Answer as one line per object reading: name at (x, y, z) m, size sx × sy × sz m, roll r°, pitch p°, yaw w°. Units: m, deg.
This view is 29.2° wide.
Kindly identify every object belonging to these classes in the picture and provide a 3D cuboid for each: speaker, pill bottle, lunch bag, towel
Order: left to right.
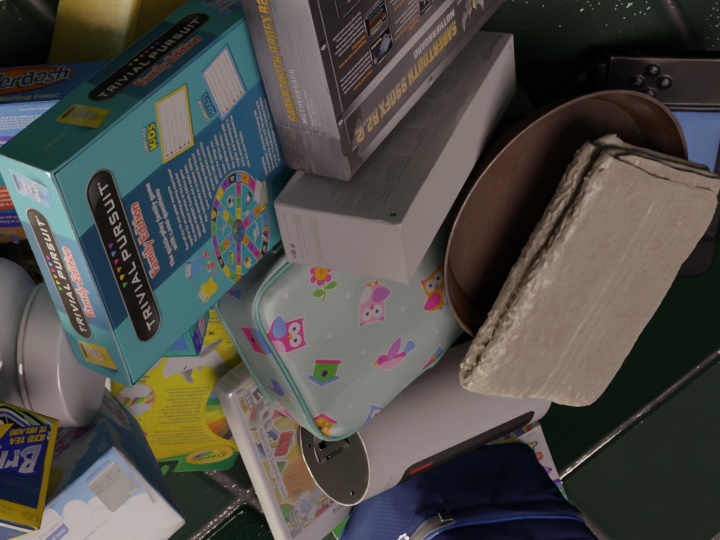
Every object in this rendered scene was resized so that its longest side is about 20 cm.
pill bottle at (-0.258, 0.047, 0.821) m, size 0.199 × 0.113 × 0.113 m, roll 1°, pitch 130°, yaw 9°
lunch bag at (0.000, 0.000, 0.943) m, size 0.200 × 0.077 × 0.161 m, roll -42°, pitch 125°, yaw -20°
speaker at (0.052, 0.107, 1.046) m, size 0.199 × 0.081 × 0.082 m, roll -18°, pitch 134°, yaw -39°
lunch bag at (0.085, 0.228, 1.097) m, size 0.199 × 0.132 × 0.136 m, roll 2°, pitch 124°, yaw -35°
towel at (0.155, 0.005, 0.938) m, size 0.132 × 0.034 × 0.201 m, roll 11°, pitch 116°, yaw -39°

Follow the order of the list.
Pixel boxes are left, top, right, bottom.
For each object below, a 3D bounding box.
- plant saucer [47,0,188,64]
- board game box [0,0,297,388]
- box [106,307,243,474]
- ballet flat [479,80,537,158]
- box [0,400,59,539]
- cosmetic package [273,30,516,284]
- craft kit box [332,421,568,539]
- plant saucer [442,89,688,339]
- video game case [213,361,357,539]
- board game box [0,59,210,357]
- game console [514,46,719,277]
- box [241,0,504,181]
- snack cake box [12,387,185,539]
plant saucer at (-0.085, -0.141, 0.855) m, size 0.199 × 0.049 × 0.201 m, roll 1°, pitch 124°, yaw -28°
board game box at (-0.100, -0.057, 0.782) m, size 0.200 × 0.047 × 0.152 m, roll -46°, pitch 141°, yaw -34°
box at (-0.129, 0.065, 0.993) m, size 0.117 × 0.048 × 0.201 m, roll 0°, pitch 122°, yaw -26°
ballet flat at (0.097, -0.045, 1.006) m, size 0.067 × 0.064 × 0.201 m, roll -13°, pitch 130°, yaw -15°
box at (-0.251, 0.125, 0.777) m, size 0.070 × 0.065 × 0.200 m, roll 24°, pitch 147°, yaw -34°
cosmetic package at (0.028, -0.078, 0.855) m, size 0.082 × 0.200 × 0.051 m, roll 9°, pitch 134°, yaw 24°
craft kit box at (0.089, 0.230, 1.230) m, size 0.199 × 0.049 × 0.198 m, roll -29°, pitch 130°, yaw -3°
plant saucer at (0.134, -0.038, 0.936) m, size 0.199 × 0.034 × 0.201 m, roll -19°, pitch 130°, yaw -23°
video game case at (-0.012, 0.104, 1.056) m, size 0.182 × 0.023 × 0.201 m, roll -38°, pitch 135°, yaw -23°
board game box at (-0.188, -0.030, 0.849) m, size 0.151 × 0.045 × 0.201 m, roll -2°, pitch 129°, yaw 9°
game console at (0.194, -0.048, 1.007) m, size 0.170 × 0.119 × 0.201 m, roll 1°, pitch 128°, yaw 1°
box at (0.011, -0.176, 0.804) m, size 0.200 × 0.048 × 0.159 m, roll -51°, pitch 144°, yaw -34°
snack cake box at (-0.186, 0.140, 0.858) m, size 0.115 × 0.200 × 0.067 m, roll -42°, pitch 108°, yaw -6°
